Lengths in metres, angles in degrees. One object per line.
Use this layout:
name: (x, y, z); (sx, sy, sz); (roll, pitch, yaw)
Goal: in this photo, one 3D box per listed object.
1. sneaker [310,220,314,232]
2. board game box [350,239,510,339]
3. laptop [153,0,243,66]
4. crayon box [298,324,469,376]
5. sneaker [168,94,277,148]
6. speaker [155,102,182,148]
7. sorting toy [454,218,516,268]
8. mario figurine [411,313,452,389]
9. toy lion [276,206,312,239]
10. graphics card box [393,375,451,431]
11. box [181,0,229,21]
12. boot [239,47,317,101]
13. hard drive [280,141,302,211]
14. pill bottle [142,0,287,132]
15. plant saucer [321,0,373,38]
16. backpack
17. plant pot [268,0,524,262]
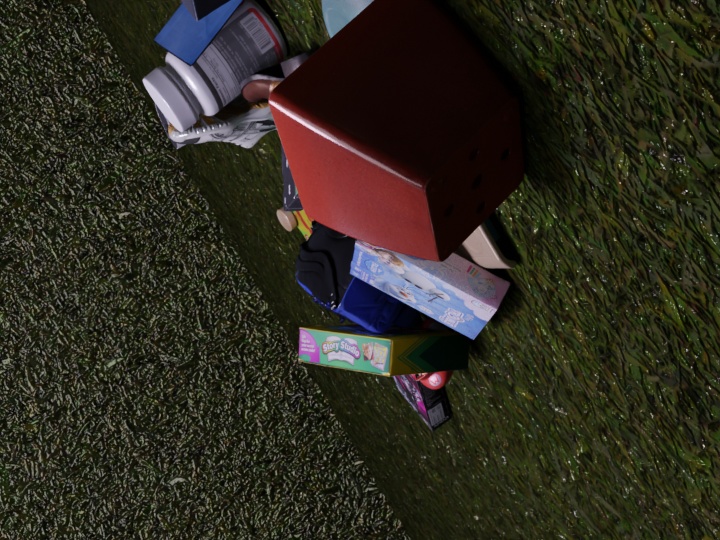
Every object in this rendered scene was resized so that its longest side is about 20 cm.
sneaker: (-0.042, -0.089, 1.934); (0.076, 0.090, 0.201); (47, 163, 47)
board game box: (0.084, 0.010, 1.569); (0.197, 0.044, 0.200); (27, 166, 4)
laptop: (-0.240, -0.420, 1.707); (0.187, 0.115, 0.202); (38, 145, 56)
crayon box: (0.034, 0.117, 1.811); (0.198, 0.171, 0.059); (4, 94, 46)
sneaker: (-0.196, -0.218, 1.853); (0.088, 0.198, 0.076); (88, 156, -44)
speaker: (-0.222, -0.270, 1.907); (0.082, 0.198, 0.081); (58, 168, 20)
sorting toy: (0.106, -0.086, 1.476); (0.201, 0.036, 0.185); (54, 169, -8)
mario figurine: (0.074, 0.103, 1.929); (0.201, 0.105, 0.124); (56, 167, 13)
toy lion: (-0.071, -0.077, 2.186); (0.201, 0.068, 0.191); (58, 161, -5)
graphics card box: (0.099, 0.190, 2.188); (0.126, 0.051, 0.201); (48, 166, 37)
box: (-0.150, -0.408, 1.255); (0.201, 0.197, 0.123); (54, 168, 14)
boot: (-0.082, -0.200, 1.722); (0.187, 0.068, 0.202); (-11, 105, 45)
hard drive: (-0.096, -0.175, 1.909); (0.200, 0.037, 0.142); (152, 116, -79)
pill bottle: (-0.216, -0.303, 1.782); (0.114, 0.199, 0.114); (48, 169, 12)
plant saucer: (0.003, -0.267, 1.395); (0.202, 0.038, 0.201); (55, 168, 17)
backpack: (0.000, 0.000, 1.795); (0.167, 0.164, 0.199); (35, 176, -33)
plant pot: (0.053, -0.130, 1.203); (0.176, 0.200, 0.201); (37, 161, 30)
